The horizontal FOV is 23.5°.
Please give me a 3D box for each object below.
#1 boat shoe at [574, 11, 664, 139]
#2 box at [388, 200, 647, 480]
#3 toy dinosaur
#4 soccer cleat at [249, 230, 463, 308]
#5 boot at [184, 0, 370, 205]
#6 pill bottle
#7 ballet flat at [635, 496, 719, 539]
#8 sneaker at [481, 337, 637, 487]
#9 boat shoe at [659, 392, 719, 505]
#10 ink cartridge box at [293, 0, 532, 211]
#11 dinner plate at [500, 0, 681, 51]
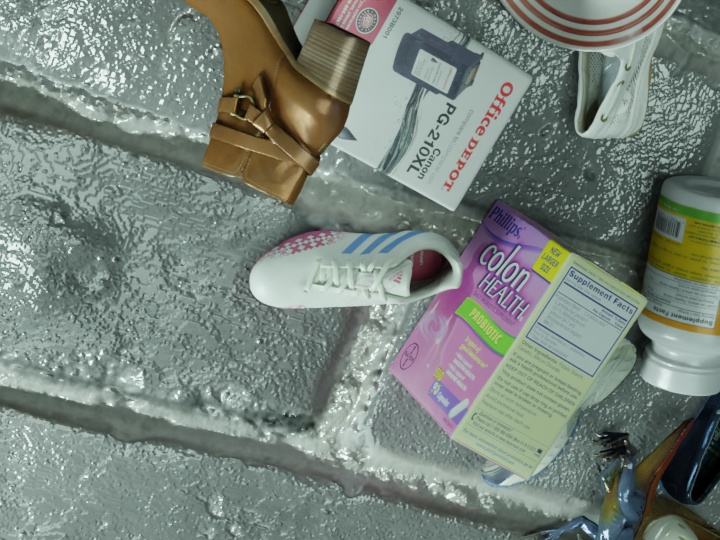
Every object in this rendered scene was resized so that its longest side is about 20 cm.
[{"bbox_3d":[0.233,-0.216,1.599,0.069,0.071,0.200,-12,113,-34],"label":"boat shoe"},{"bbox_3d":[0.141,0.061,1.610,0.097,0.176,0.200,31,96,-25],"label":"box"},{"bbox_3d":[0.268,0.262,1.744,0.200,0.105,0.182,-11,102,-6],"label":"toy dinosaur"},{"bbox_3d":[0.000,0.000,1.592,0.200,0.086,0.070,-9,110,-15],"label":"soccer cleat"},{"bbox_3d":[-0.098,-0.158,1.466,0.200,0.077,0.155,28,100,18],"label":"boot"},{"bbox_3d":[0.333,0.016,1.694,0.111,0.111,0.200,3,107,-19],"label":"pill bottle"},{"bbox_3d":[0.347,0.293,1.811,0.200,0.072,0.068,29,96,-24],"label":"ballet flat"},{"bbox_3d":[0.178,0.124,1.709,0.085,0.077,0.200,42,84,-15],"label":"sneaker"},{"bbox_3d":[0.392,0.162,1.785,0.084,0.069,0.200,27,97,-24],"label":"boat shoe"},{"bbox_3d":[0.031,-0.165,1.549,0.200,0.084,0.145,27,98,-24],"label":"ink cartridge box"},{"bbox_3d":[0.203,-0.294,1.542,0.200,0.024,0.201,11,116,23],"label":"dinner plate"}]
